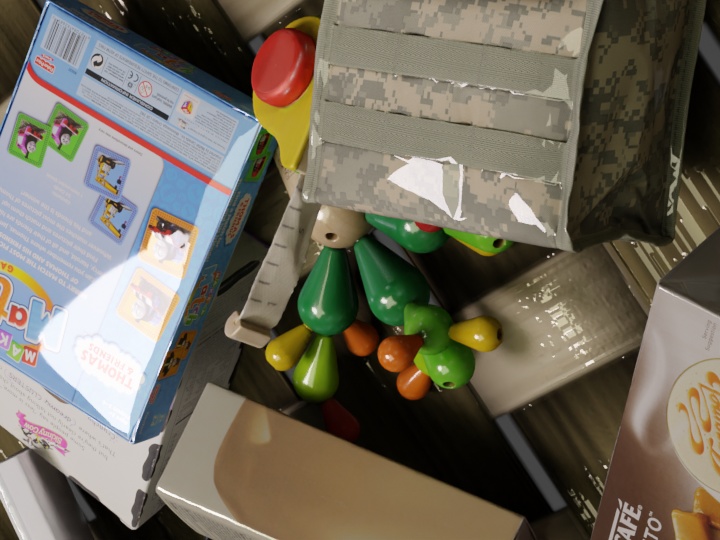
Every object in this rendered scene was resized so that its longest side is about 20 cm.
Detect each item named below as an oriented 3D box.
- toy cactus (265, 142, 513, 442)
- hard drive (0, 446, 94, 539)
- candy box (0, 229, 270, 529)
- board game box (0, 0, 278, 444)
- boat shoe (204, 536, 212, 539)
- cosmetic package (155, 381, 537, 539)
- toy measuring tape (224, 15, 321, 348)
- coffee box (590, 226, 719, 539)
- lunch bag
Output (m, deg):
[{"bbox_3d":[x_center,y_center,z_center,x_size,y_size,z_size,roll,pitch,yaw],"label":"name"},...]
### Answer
[{"bbox_3d":[0.000,0.000,1.294,0.165,0.102,0.200,57,145,10],"label":"toy cactus"},{"bbox_3d":[-0.176,0.207,1.523,0.027,0.132,0.201,-24,91,0],"label":"hard drive"},{"bbox_3d":[-0.158,0.029,1.444,0.167,0.071,0.201,35,132,17],"label":"candy box"},{"bbox_3d":[-0.143,-0.028,1.332,0.151,0.037,0.201,30,108,20],"label":"board game box"},{"bbox_3d":[-0.080,0.216,1.442,0.084,0.068,0.201,-9,80,46],"label":"boat shoe"},{"bbox_3d":[-0.004,0.142,1.339,0.199,0.071,0.105,22,166,16],"label":"cosmetic package"},{"bbox_3d":[-0.036,-0.061,1.247,0.073,0.073,0.201,21,89,28],"label":"toy measuring tape"},{"bbox_3d":[0.192,0.093,1.189,0.114,0.080,0.201,29,131,23],"label":"coffee box"},{"bbox_3d":[0.070,-0.119,1.128,0.163,0.117,0.201,12,100,36],"label":"lunch bag"}]
